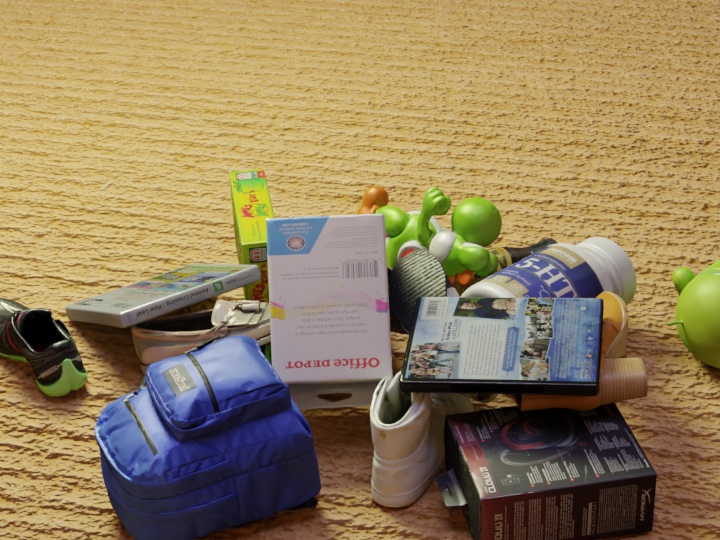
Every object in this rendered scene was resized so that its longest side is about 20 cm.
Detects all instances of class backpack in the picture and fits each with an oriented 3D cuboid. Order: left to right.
[{"bbox_3d":[-0.165,0.167,1.569,0.199,0.169,0.163,-20,33,-16],"label":"backpack"}]

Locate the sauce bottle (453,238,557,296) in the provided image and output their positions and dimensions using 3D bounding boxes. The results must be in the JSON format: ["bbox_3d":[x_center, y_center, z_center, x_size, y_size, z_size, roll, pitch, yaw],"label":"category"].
[{"bbox_3d":[0.158,0.006,1.927,0.199,0.066,0.066,-20,34,-28],"label":"sauce bottle"}]

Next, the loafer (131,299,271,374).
[{"bbox_3d":[-0.169,0.065,1.787,0.199,0.063,0.072,-18,16,15],"label":"loafer"}]

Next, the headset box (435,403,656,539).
[{"bbox_3d":[0.176,0.203,1.571,0.199,0.075,0.149,-7,29,-9],"label":"headset box"}]

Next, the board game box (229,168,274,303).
[{"bbox_3d":[-0.132,-0.038,1.986,0.047,0.102,0.200,-5,30,-6],"label":"board game box"}]

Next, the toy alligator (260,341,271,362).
[{"bbox_3d":[-0.057,0.108,1.773,0.199,0.055,0.059,5,31,13],"label":"toy alligator"}]

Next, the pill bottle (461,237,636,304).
[{"bbox_3d":[0.218,0.038,1.796,0.199,0.120,0.119,-26,38,-35],"label":"pill bottle"}]

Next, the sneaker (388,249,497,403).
[{"bbox_3d":[0.092,0.067,1.720,0.074,0.089,0.201,-31,52,9],"label":"sneaker"}]

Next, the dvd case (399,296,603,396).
[{"bbox_3d":[0.146,0.076,1.603,0.199,0.018,0.143,0,37,11],"label":"dvd case"}]

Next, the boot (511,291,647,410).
[{"bbox_3d":[0.213,0.082,1.652,0.143,0.071,0.201,-3,26,-2],"label":"boot"}]

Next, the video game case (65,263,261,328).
[{"bbox_3d":[-0.239,0.028,1.884,0.181,0.022,0.200,-20,10,-27],"label":"video game case"}]

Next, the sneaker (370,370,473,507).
[{"bbox_3d":[0.068,0.145,1.641,0.073,0.116,0.200,8,30,21],"label":"sneaker"}]

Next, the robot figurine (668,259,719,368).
[{"bbox_3d":[0.441,0.038,1.797,0.200,0.116,0.175,-28,43,-37],"label":"robot figurine"}]

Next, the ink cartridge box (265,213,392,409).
[{"bbox_3d":[-0.033,0.049,1.692,0.128,0.201,0.125,-2,-7,-1],"label":"ink cartridge box"}]

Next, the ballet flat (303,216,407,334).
[{"bbox_3d":[0.000,0.000,1.790,0.067,0.046,0.200,-35,63,-29],"label":"ballet flat"}]

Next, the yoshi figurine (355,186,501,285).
[{"bbox_3d":[0.095,-0.053,1.869,0.112,0.113,0.199,-18,27,-40],"label":"yoshi figurine"}]

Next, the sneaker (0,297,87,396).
[{"bbox_3d":[-0.380,0.071,1.831,0.077,0.084,0.200,-24,36,-34],"label":"sneaker"}]
